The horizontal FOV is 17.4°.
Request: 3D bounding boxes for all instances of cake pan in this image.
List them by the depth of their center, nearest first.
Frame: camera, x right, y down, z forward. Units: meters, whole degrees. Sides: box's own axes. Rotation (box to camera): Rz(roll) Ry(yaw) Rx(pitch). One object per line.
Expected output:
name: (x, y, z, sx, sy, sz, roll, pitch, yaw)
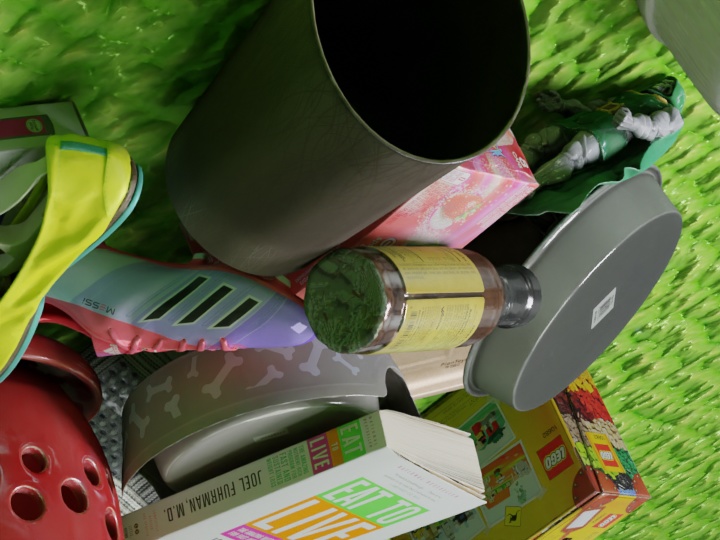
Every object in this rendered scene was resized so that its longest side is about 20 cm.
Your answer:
cake pan: (0.149, 0.017, 1.590, 0.200, 0.037, 0.201, -43, 160, -20)

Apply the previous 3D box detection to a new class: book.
book: (-0.039, 0.147, 1.497, 0.199, 0.048, 0.133, -24, 154, 23)

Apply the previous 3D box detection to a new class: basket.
basket: (-0.016, -0.091, 1.303, 0.135, 0.181, 0.200, 22, 145, -22)

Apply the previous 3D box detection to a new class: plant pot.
plant pot: (-0.247, 0.141, 1.452, 0.199, 0.184, 0.201, -6, 157, -3)

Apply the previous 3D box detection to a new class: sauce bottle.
sauce bottle: (0.044, 0.018, 1.410, 0.065, 0.065, 0.200, -39, 158, 27)

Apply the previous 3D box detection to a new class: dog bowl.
dog bowl: (-0.061, 0.096, 1.489, 0.199, 0.059, 0.200, -15, 157, -6)

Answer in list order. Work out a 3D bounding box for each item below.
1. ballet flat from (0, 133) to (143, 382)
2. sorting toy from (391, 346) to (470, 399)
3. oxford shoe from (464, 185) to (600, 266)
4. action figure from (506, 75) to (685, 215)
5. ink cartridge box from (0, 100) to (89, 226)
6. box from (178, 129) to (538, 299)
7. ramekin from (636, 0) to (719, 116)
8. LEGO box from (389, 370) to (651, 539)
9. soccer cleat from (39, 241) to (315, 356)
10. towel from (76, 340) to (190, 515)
ballet flat: (-0.197, -0.009, 1.328, 0.067, 0.067, 0.200, 19, 132, -28)
sorting toy: (0.088, 0.019, 1.731, 0.184, 0.037, 0.200, -12, 147, -27)
oxford shoe: (0.116, -0.029, 1.595, 0.200, 0.073, 0.085, -38, 160, -29)
action figure: (0.149, -0.087, 1.526, 0.200, 0.118, 0.055, -27, 122, -43)
ink cartridge box: (-0.255, -0.045, 1.300, 0.199, 0.037, 0.095, -11, 152, -32)
box: (-0.003, -0.041, 1.454, 0.200, 0.103, 0.094, -40, 150, 27)
ramekin: (0.280, -0.172, 1.453, 0.199, 0.105, 0.200, -20, 154, -10)
LEGO box: (0.113, 0.172, 1.904, 0.200, 0.150, 0.077, -39, 151, 28)
soccer cleat: (-0.119, 0.025, 1.398, 0.199, 0.077, 0.067, 14, 162, 17)
towel: (-0.136, 0.128, 1.610, 0.192, 0.035, 0.200, -35, 118, 18)
